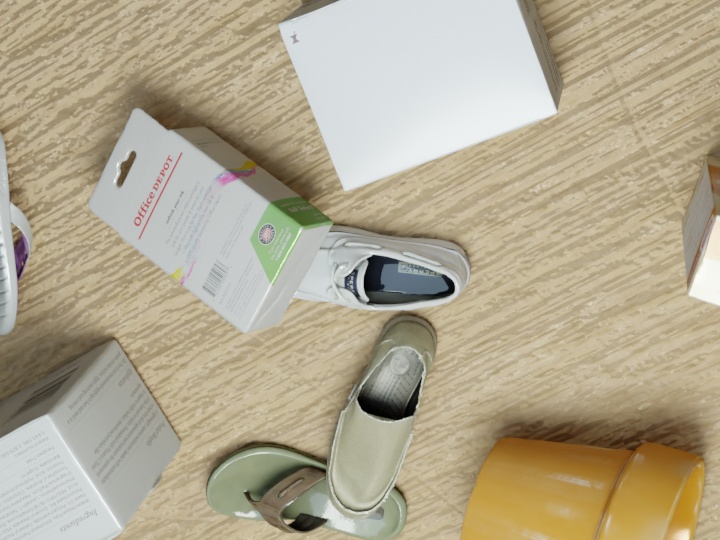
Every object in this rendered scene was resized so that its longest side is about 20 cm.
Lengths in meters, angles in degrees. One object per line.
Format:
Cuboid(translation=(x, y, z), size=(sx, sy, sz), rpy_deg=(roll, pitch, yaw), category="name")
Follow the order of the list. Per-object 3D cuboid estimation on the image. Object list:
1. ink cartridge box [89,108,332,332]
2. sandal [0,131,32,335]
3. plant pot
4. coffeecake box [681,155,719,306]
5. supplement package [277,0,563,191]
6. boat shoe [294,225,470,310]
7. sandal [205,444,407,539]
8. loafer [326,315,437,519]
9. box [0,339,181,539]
Cuboid(translation=(-0.138, -0.050, 1.458), size=(0.199, 0.067, 0.118), rpy_deg=(37, 111, 17), category="ink cartridge box")
Cuboid(translation=(-0.335, -0.037, 1.528), size=(0.049, 0.082, 0.205), rpy_deg=(-10, 109, -32), category="sandal")
Cuboid(translation=(0.196, 0.239, 1.460), size=(0.182, 0.200, 0.202), rpy_deg=(16, 110, 21), category="plant pot")
Cuboid(translation=(0.352, -0.019, 1.333), size=(0.152, 0.200, 0.074), rpy_deg=(17, 110, 4), category="coffeecake box")
Cuboid(translation=(0.055, -0.183, 1.382), size=(0.198, 0.111, 0.157), rpy_deg=(-19, 103, 16), category="supplement package")
Cuboid(translation=(0.000, 0.000, 1.473), size=(0.198, 0.065, 0.074), rpy_deg=(-3, 108, 11), category="boat shoe")
Cuboid(translation=(-0.054, 0.221, 1.557), size=(0.199, 0.057, 0.081), rpy_deg=(8, 109, 7), category="sandal")
Cuboid(translation=(0.015, 0.139, 1.499), size=(0.075, 0.068, 0.202), rpy_deg=(18, 98, 5), category="loafer")
Cuboid(translation=(-0.302, 0.192, 1.517), size=(0.199, 0.199, 0.131), rpy_deg=(-29, 100, 17), category="box")
